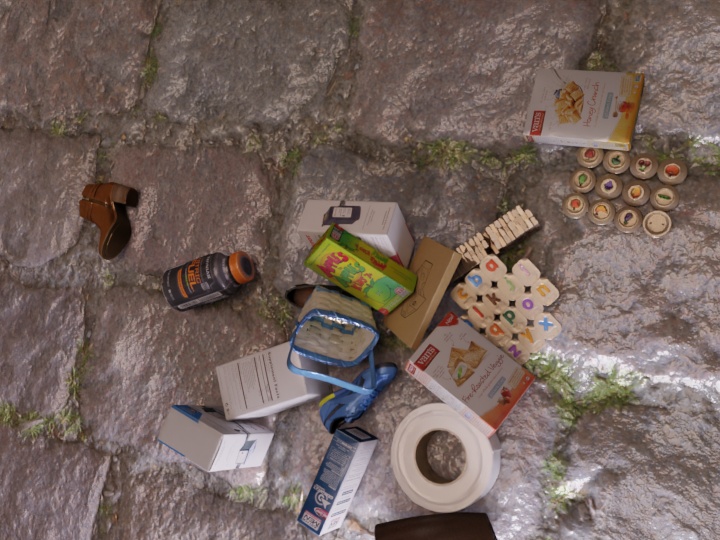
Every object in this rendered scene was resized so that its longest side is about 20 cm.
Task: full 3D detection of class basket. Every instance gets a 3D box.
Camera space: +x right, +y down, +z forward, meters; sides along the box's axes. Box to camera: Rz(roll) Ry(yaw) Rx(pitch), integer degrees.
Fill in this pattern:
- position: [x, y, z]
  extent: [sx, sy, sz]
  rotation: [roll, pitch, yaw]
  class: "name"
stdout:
- position: [-0.049, 0.141, 1.368]
  extent: [0.200, 0.176, 0.139]
  rotation: [-88, 24, -52]
  class: "basket"

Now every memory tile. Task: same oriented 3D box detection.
- position: [0.485, -0.150, 1.297]
  extent: [0.200, 0.017, 0.154]
  rotation: [17, 89, 25]
  class: "memory tile"

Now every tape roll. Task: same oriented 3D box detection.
- position: [0.162, 0.351, 1.332]
  extent: [0.202, 0.071, 0.203]
  rotation: [-4, 79, 24]
  class: "tape roll"

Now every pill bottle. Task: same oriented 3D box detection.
- position: [-0.342, 0.018, 1.593]
  extent: [0.200, 0.106, 0.107]
  rotation: [-19, 75, 20]
  class: "pill bottle"

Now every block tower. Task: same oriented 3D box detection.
- position: [0.252, -0.050, 1.365]
  extent: [0.200, 0.058, 0.054]
  rotation: [-35, 69, 14]
  class: "block tower"

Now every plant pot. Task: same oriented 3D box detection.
- position: [0.151, 0.517, 1.267]
  extent: [0.200, 0.187, 0.187]
  rotation: [-23, 73, 5]
  class: "plant pot"

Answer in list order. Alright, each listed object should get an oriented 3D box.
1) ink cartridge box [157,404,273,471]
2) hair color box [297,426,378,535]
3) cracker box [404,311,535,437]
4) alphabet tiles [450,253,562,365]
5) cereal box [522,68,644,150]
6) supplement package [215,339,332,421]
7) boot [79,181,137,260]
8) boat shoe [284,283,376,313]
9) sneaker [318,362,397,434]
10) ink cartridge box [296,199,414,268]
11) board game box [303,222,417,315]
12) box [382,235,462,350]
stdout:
- position: [-0.299, 0.348, 1.468]
  extent: [0.146, 0.200, 0.086]
  rotation: [22, 90, 25]
  class: "ink cartridge box"
- position: [-0.044, 0.416, 1.398]
  extent: [0.060, 0.100, 0.200]
  rotation: [24, 91, 26]
  class: "hair color box"
- position: [0.200, 0.190, 1.296]
  extent: [0.200, 0.058, 0.134]
  rotation: [37, 64, 14]
  class: "cracker box"
- position: [0.275, 0.075, 1.333]
  extent: [0.196, 0.015, 0.200]
  rotation: [47, 110, 9]
  class: "alphabet tiles"
- position: [0.422, -0.308, 1.331]
  extent: [0.200, 0.040, 0.144]
  rotation: [10, 80, 25]
  class: "cereal box"
- position: [-0.181, 0.232, 1.477]
  extent: [0.200, 0.121, 0.120]
  rotation: [-20, 73, 19]
  class: "supplement package"
- position: [-0.659, -0.130, 1.774]
  extent: [0.155, 0.077, 0.201]
  rotation: [8, 83, 23]
  class: "boot"
- position: [-0.063, 0.066, 1.482]
  extent: [0.200, 0.068, 0.072]
  rotation: [8, 86, 21]
  class: "boat shoe"
- position: [0.002, 0.260, 1.412]
  extent: [0.200, 0.066, 0.079]
  rotation: [-37, 50, 20]
  class: "sneaker"
- position: [-0.008, -0.069, 1.425]
  extent: [0.200, 0.145, 0.085]
  rotation: [5, 59, 25]
  class: "ink cartridge box"
- position: [0.000, 0.000, 1.373]
  extent: [0.102, 0.200, 0.048]
  rotation: [-45, 18, 47]
  class: "board game box"
- position: [0.117, 0.039, 1.368]
  extent: [0.200, 0.021, 0.163]
  rotation: [-64, 20, 5]
  class: "box"
